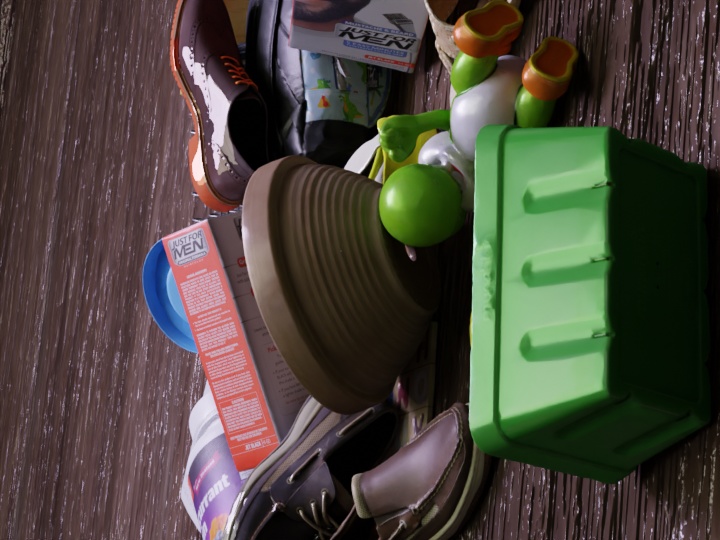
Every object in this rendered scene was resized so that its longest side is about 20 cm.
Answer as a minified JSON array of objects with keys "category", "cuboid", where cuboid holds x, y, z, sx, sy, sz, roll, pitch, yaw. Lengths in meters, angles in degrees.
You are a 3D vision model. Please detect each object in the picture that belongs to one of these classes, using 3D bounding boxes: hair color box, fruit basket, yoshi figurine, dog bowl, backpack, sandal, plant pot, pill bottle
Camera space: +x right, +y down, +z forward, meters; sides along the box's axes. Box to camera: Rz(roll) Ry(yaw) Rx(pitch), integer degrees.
[{"category":"hair color box","cuboid":[0.005,-0.229,1.496,0.200,0.110,0.065,103,179,-72]},{"category":"fruit basket","cuboid":[0.115,0.026,1.159,0.215,0.154,0.218,-23,60,45]},{"category":"yoshi figurine","cuboid":[0.073,-0.085,1.354,0.201,0.111,0.113,116,147,-44]},{"category":"dog bowl","cuboid":[-0.100,0.002,1.661,0.199,0.050,0.112,-18,99,33]},{"category":"backpack","cuboid":[-0.040,-0.187,1.665,0.163,0.152,0.202,150,106,-70]},{"category":"hair color box","cuboid":[-0.081,0.052,1.558,0.061,0.101,0.202,-18,88,40]},{"category":"sandal","cuboid":[0.083,-0.202,1.419,0.212,0.069,0.078,122,150,-45]},{"category":"plant pot","cuboid":[0.000,0.000,1.442,0.092,0.201,0.203,-20,54,22]},{"category":"pill bottle","cuboid":[-0.087,0.193,1.615,0.201,0.110,0.112,-112,37,-46]}]

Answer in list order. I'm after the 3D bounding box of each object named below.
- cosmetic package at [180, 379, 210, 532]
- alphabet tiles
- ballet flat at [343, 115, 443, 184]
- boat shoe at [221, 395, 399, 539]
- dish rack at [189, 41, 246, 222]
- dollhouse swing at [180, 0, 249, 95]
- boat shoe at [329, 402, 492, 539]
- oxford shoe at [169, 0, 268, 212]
[{"category":"cosmetic package","cuboid":[-0.105,0.138,1.765,0.102,0.073,0.202,-141,62,-66]},{"category":"alphabet tiles","cuboid":[0.017,0.109,1.548,0.200,0.007,0.169,151,126,-65]},{"category":"ballet flat","cuboid":[0.006,-0.049,1.562,0.067,0.066,0.201,-101,28,-45]},{"category":"boat shoe","cuboid":[-0.038,0.172,1.474,0.073,0.075,0.201,12,65,44]},{"category":"dish rack","cuboid":[-0.108,-0.111,1.758,0.054,0.153,0.202,7,104,28]},{"category":"dollhouse swing","cuboid":[-0.092,-0.297,1.809,0.201,0.180,0.177,-60,41,43]},{"category":"boat shoe","cuboid":[0.030,0.170,1.393,0.075,0.074,0.203,-102,29,-44]},{"category":"oxford shoe","cuboid":[-0.110,-0.155,1.619,0.072,0.071,0.202,-25,71,44]}]
